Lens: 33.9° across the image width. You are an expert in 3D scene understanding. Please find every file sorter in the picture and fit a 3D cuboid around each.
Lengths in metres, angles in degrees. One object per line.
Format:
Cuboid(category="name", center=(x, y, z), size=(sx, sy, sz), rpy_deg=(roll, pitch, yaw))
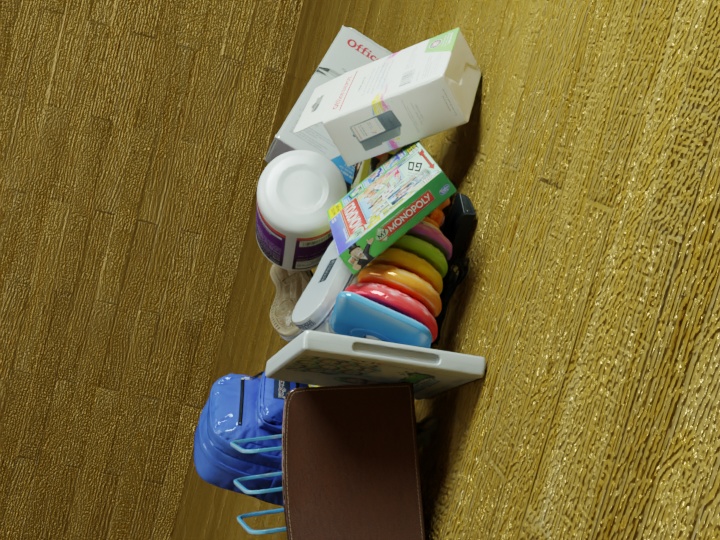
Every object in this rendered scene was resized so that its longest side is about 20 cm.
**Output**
Cuboid(category="file sorter", center=(-0.084, 0.301, 1.432), size=(0.139, 0.121, 0.202), rpy_deg=(171, 94, -76))

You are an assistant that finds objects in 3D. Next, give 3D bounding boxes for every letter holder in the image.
Cuboid(category="letter holder", center=(-0.020, 0.222, 1.187), size=(0.101, 0.141, 0.202), rpy_deg=(144, 123, -68))

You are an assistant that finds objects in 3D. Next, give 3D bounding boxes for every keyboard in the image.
Cuboid(category="keyboard", center=(0.089, 0.021, 1.303), size=(0.127, 0.020, 0.202), rpy_deg=(-91, 16, -64))

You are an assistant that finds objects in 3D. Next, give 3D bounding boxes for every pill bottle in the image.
Cuboid(category="pill bottle", center=(-0.079, -0.068, 1.519), size=(0.200, 0.111, 0.114), rpy_deg=(109, 170, -72))

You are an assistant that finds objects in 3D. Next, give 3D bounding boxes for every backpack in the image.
Cuboid(category="backpack", center=(-0.127, 0.222, 1.657), size=(0.163, 0.198, 0.169), rpy_deg=(-96, 22, -58))

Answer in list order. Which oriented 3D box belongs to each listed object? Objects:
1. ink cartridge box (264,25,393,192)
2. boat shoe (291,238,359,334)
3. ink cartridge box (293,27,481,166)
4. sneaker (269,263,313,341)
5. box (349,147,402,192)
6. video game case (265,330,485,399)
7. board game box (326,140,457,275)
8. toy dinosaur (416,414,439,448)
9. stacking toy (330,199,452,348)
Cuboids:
Cuboid(category="ink cartridge box", center=(-0.015, -0.201, 1.582), size=(0.201, 0.144, 0.084), rpy_deg=(-61, 5, -23))
Cuboid(category="boat shoe", center=(-0.003, 0.005, 1.325), size=(0.071, 0.070, 0.201), rpy_deg=(-17, 34, 46))
Cuboid(category="ink cartridge box", center=(0.031, -0.192, 1.358), size=(0.199, 0.068, 0.118), rpy_deg=(-17, 31, 27))
Cuboid(category="sneaker", center=(-0.070, 0.061, 1.615), size=(0.070, 0.109, 0.200), rpy_deg=(-29, 28, 9))
Cuboid(category="box", center=(0.014, -0.094, 1.440), size=(0.075, 0.050, 0.202), rpy_deg=(121, 162, -66))
Cuboid(category="video game case", center=(0.009, 0.099, 1.199), size=(0.200, 0.180, 0.024), rpy_deg=(140, 137, -71))
Cuboid(category="board game box", center=(0.028, -0.073, 1.261), size=(0.134, 0.029, 0.200), rpy_deg=(-39, 16, 5))
Cuboid(category="toy dinosaur", center=(0.034, 0.208, 1.306), size=(0.089, 0.047, 0.201), rpy_deg=(-99, 21, -45))
Cuboid(category="stacking toy", center=(0.054, -0.011, 1.242), size=(0.116, 0.109, 0.201), rpy_deg=(107, -174, -69))
